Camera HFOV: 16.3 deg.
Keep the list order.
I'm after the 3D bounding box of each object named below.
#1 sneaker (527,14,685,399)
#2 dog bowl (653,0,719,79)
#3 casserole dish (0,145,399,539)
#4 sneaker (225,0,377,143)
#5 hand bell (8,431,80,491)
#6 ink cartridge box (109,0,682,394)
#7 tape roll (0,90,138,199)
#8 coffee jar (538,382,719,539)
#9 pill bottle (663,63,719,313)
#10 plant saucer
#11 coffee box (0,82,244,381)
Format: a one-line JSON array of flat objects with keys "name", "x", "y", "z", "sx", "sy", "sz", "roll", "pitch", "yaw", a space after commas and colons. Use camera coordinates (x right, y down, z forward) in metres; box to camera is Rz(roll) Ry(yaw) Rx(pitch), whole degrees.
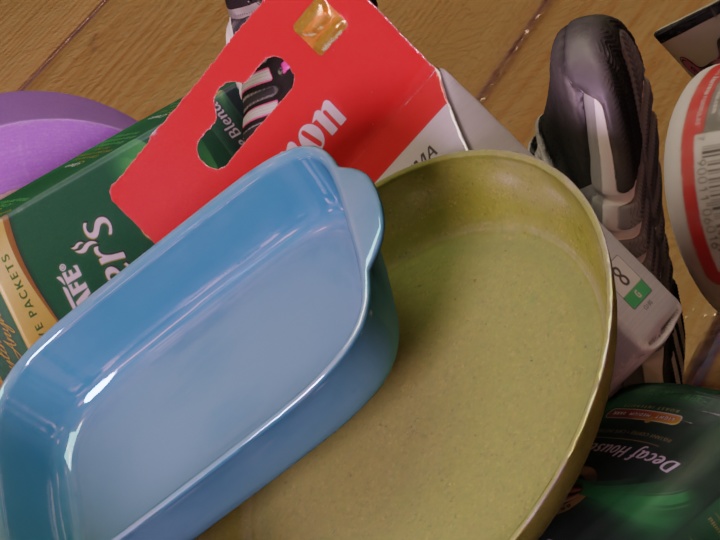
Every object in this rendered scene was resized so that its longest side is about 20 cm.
[{"name": "sneaker", "x": 0.064, "y": -0.011, "z": 1.004, "sx": 0.115, "sy": 0.200, "sz": 0.075, "roll": -2, "pitch": 40, "yaw": 14}, {"name": "dog bowl", "x": 0.240, "y": -0.122, "z": 1.154, "sx": 0.200, "sy": 0.074, "sz": 0.200, "roll": -27, "pitch": 2, "yaw": 1}, {"name": "casserole dish", "x": -0.058, "y": 0.041, "z": 0.903, "sx": 0.200, "sy": 0.039, "sz": 0.121, "roll": -37, "pitch": 39, "yaw": 18}, {"name": "sneaker", "x": -0.019, "y": -0.089, "z": 1.058, "sx": 0.073, "sy": 0.088, "sz": 0.200, "roll": -9, "pitch": 39, "yaw": -8}, {"name": "hand bell", "x": -0.079, "y": 0.033, "z": 1.052, "sx": 0.104, "sy": 0.104, "sz": 0.200, "roll": -2, "pitch": 40, "yaw": 46}, {"name": "ink cartridge box", "x": 0.000, "y": 0.000, "z": 0.971, "sx": 0.161, "sy": 0.200, "sz": 0.050, "roll": -47, "pitch": -2, "yaw": 35}, {"name": "tape roll", "x": -0.156, "y": 0.018, "z": 1.205, "sx": 0.200, "sy": 0.200, "sz": 0.066, "roll": -31, "pitch": 24, "yaw": -8}, {"name": "coffee jar", "x": 0.070, "y": 0.128, "z": 0.872, "sx": 0.200, "sy": 0.085, "sz": 0.104, "roll": -41, "pitch": 25, "yaw": -27}, {"name": "pill bottle", "x": 0.234, "y": -0.044, "z": 1.012, "sx": 0.200, "sy": 0.114, "sz": 0.114, "roll": -9, "pitch": 29, "yaw": 37}, {"name": "plant saucer", "x": 0.015, "y": 0.051, "z": 0.874, "sx": 0.200, "sy": 0.031, "sz": 0.200, "roll": -29, "pitch": 42, "yaw": 29}, {"name": "coffee box", "x": -0.080, "y": -0.007, "z": 1.129, "sx": 0.200, "sy": 0.123, "sz": 0.044, "roll": -31, "pitch": 16, "yaw": -31}]
